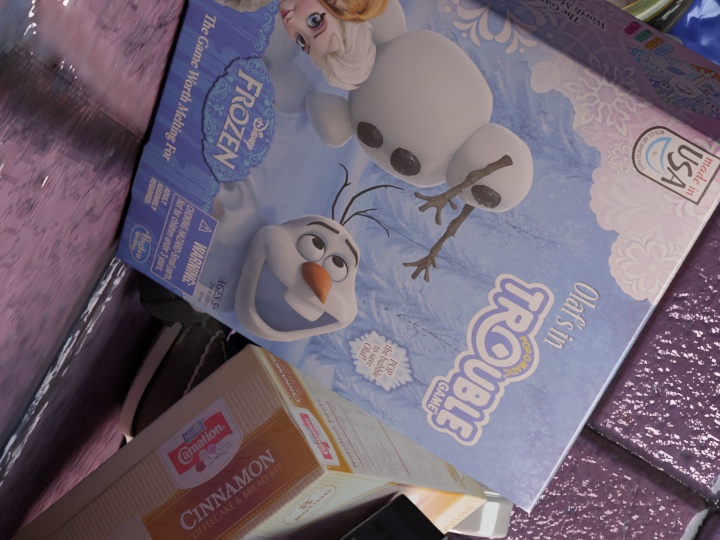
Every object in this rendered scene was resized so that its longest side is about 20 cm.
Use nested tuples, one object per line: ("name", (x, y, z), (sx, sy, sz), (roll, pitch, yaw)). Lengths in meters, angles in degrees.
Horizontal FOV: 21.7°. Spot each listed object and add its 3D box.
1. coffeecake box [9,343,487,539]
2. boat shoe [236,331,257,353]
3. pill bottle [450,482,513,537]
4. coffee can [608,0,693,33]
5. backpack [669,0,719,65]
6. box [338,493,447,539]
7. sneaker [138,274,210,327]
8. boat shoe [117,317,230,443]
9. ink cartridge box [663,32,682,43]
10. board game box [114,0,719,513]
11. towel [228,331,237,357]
("coffeecake box", (-0.048, 0.121, 0.912), (0.153, 0.073, 0.200), (-39, 157, 14))
("boat shoe", (0.000, 0.000, 1.002), (0.200, 0.070, 0.092), (-26, 109, -57))
("pill bottle", (0.070, 0.059, 1.169), (0.111, 0.110, 0.202), (24, 77, -83))
("coffee can", (0.090, -0.173, 0.831), (0.147, 0.146, 0.200), (-60, 173, 3))
("backpack", (0.134, -0.122, 1.156), (0.200, 0.166, 0.164), (-100, -165, -82))
("box", (-0.054, 0.200, 0.870), (0.143, 0.036, 0.200), (-29, 158, -54))
("sneaker", (-0.019, -0.053, 0.812), (0.199, 0.091, 0.067), (-29, -163, 4))
("boat shoe", (-0.087, 0.082, 0.966), (0.072, 0.059, 0.200), (-54, 171, -32))
("ink cartridge box", (0.097, -0.064, 0.935), (0.161, 0.050, 0.200), (-28, 179, 17))
("board game box", (0.019, -0.031, 0.687), (0.043, 0.198, 0.201), (-52, 169, -45))
("towel", (-0.046, 0.133, 1.053), (0.022, 0.146, 0.202), (33, 70, -51))
